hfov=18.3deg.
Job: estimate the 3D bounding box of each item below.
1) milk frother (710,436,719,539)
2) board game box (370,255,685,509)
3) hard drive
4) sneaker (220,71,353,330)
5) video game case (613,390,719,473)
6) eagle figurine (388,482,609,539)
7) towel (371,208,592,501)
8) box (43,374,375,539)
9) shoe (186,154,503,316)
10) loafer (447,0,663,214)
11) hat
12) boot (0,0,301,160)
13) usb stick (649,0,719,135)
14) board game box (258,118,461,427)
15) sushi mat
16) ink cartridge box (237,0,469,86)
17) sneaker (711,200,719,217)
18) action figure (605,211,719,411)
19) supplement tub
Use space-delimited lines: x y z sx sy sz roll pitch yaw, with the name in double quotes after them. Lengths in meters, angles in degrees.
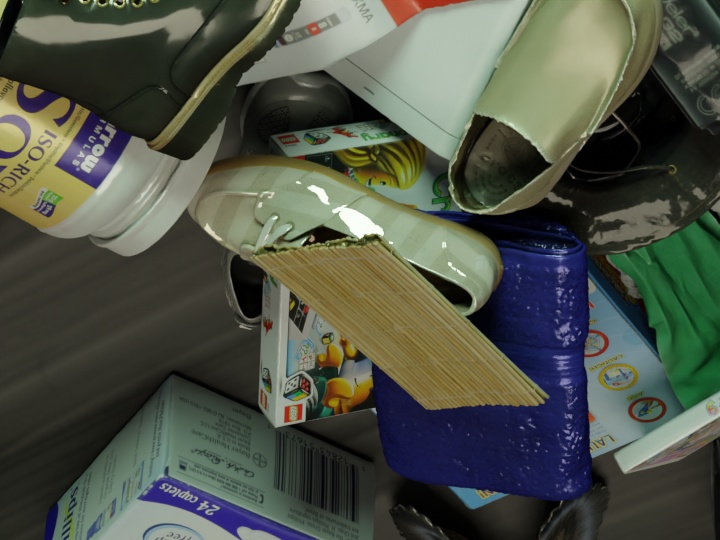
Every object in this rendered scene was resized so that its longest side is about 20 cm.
0.359 0.225 1.640 0.187 0.200 0.181 -4 138 5 "milk frother"
0.108 0.062 1.580 0.200 0.056 0.196 -26 129 23 "board game box"
0.041 -0.177 1.321 0.132 0.027 0.200 38 133 13 "hard drive"
-0.048 -0.044 1.457 0.074 0.082 0.200 7 134 -7 "sneaker"
0.281 0.081 1.548 0.200 0.018 0.143 -34 166 20 "video game case"
0.121 0.247 1.736 0.151 0.151 0.201 -23 108 -33 "eagle figurine"
0.078 0.052 1.434 0.147 0.050 0.201 7 125 19 "towel"
-0.117 0.202 1.683 0.184 0.105 0.200 26 130 -22 "box"
-0.013 -0.017 1.348 0.199 0.053 0.070 16 127 6 "shoe"
0.110 -0.100 1.297 0.076 0.068 0.200 34 131 11 "loafer"
0.157 -0.112 1.382 0.200 0.081 0.201 7 115 14 "hat"
-0.114 -0.159 1.226 0.138 0.078 0.200 19 118 -24 "boot"
0.161 -0.169 1.293 0.055 0.033 0.200 -36 98 17 "usb stick"
0.000 0.000 1.448 0.126 0.035 0.201 -10 122 -22 "board game box"
0.026 0.033 1.339 0.095 0.012 0.200 -3 148 37 "sushi mat"
-0.034 -0.188 1.284 0.200 0.050 0.162 -4 133 39 "ink cartridge box"
0.308 -0.046 1.411 0.200 0.081 0.088 -1 130 50 "sneaker"
0.213 -0.001 1.498 0.118 0.055 0.200 -46 130 -3 "action figure"
-0.196 -0.108 1.352 0.200 0.146 0.145 30 127 -26 "supplement tub"
